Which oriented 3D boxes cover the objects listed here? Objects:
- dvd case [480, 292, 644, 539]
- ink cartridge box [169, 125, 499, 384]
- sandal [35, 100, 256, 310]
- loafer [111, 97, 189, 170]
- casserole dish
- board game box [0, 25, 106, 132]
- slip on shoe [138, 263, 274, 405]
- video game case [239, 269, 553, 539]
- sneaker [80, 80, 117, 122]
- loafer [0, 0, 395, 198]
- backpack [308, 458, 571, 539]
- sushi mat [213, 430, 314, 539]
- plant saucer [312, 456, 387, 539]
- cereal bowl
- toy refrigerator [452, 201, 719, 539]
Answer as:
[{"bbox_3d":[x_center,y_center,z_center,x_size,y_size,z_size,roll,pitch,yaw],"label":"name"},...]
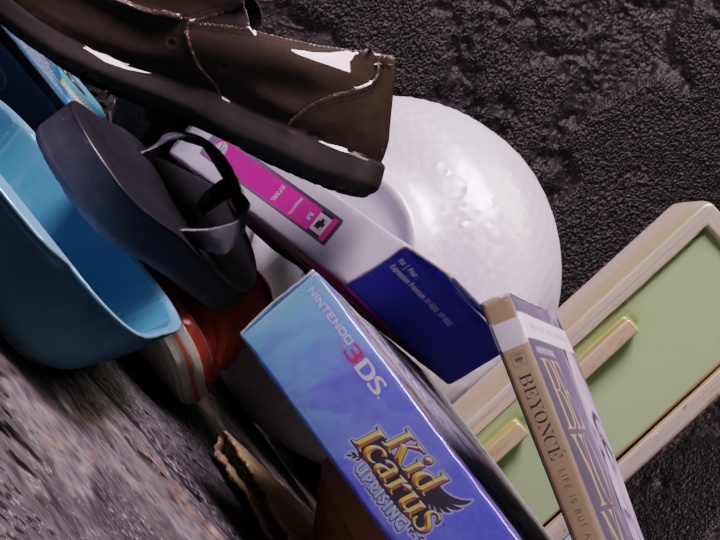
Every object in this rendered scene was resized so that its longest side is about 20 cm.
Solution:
[{"bbox_3d":[0.102,0.108,0.896,0.149,0.016,0.201,20,47,-77],"label":"dvd case"},{"bbox_3d":[-0.003,-0.005,1.019,0.200,0.037,0.095,33,-8,45],"label":"ink cartridge box"},{"bbox_3d":[-0.074,-0.029,0.922,0.076,0.043,0.200,55,5,10],"label":"sandal"},{"bbox_3d":[-0.091,-0.080,1.121,0.200,0.072,0.073,117,-28,-51],"label":"loafer"},{"bbox_3d":[-0.123,-0.013,0.821,0.121,0.039,0.200,51,3,1],"label":"casserole dish"},{"bbox_3d":[-0.174,-0.094,1.029,0.151,0.047,0.200,52,1,-21],"label":"board game box"},{"bbox_3d":[-0.077,0.017,1.031,0.074,0.061,0.200,53,3,3],"label":"slip on shoe"},{"bbox_3d":[0.046,0.110,0.927,0.200,0.045,0.181,53,2,24],"label":"video game case"},{"bbox_3d":[-0.192,-0.127,1.228,0.200,0.070,0.094,49,-16,16],"label":"sneaker"},{"bbox_3d":[-0.071,-0.099,0.948,0.199,0.072,0.073,25,0,2],"label":"loafer"},{"bbox_3d":[0.057,0.103,1.289,0.183,0.147,0.200,54,-2,-4],"label":"backpack"},{"bbox_3d":[0.003,0.153,1.016,0.200,0.012,0.096,49,3,-45],"label":"sushi mat"},{"bbox_3d":[0.041,0.165,0.977,0.200,0.037,0.200,51,4,-5],"label":"plant saucer"},{"bbox_3d":[0.000,0.000,1.150,0.200,0.200,0.083,52,9,26],"label":"cereal bowl"},{"bbox_3d":[0.114,0.060,1.078,0.076,0.200,0.070,49,-5,-6],"label":"toy refrigerator"}]
